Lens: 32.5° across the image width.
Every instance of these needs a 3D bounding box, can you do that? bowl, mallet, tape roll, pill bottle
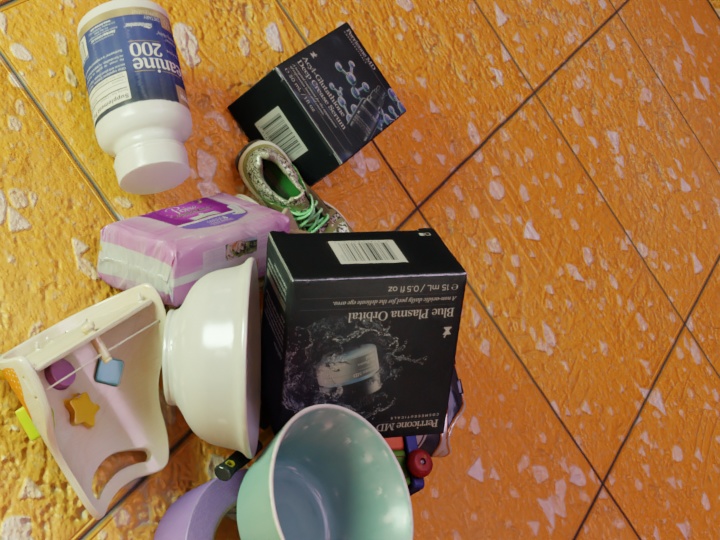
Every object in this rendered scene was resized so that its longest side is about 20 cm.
[{"bbox_3d":[-0.150,0.089,1.253,0.089,0.202,0.204,-1,59,0],"label":"bowl"},{"bbox_3d":[-0.117,0.180,1.332,0.065,0.042,0.199,32,18,17],"label":"mallet"},{"bbox_3d":[-0.119,0.313,1.279,0.199,0.065,0.203,26,49,-35],"label":"tape roll"},{"bbox_3d":[-0.049,0.249,1.258,0.199,0.104,0.204,26,51,-37],"label":"bowl"},{"bbox_3d":[-0.252,-0.195,1.404,0.110,0.110,0.203,5,64,-46],"label":"pill bottle"}]

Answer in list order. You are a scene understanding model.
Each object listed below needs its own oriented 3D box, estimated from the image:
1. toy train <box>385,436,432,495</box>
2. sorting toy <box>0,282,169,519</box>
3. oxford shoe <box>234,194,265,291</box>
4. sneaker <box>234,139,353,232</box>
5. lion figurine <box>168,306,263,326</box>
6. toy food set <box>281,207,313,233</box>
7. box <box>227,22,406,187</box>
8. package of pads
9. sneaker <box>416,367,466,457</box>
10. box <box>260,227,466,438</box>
[{"bbox_3d":[0.009,0.174,1.502,0.114,0.085,0.203,4,63,-31],"label":"toy train"},{"bbox_3d":[-0.260,0.138,1.212,0.200,0.106,0.182,-35,104,-56],"label":"sorting toy"},{"bbox_3d":[-0.106,-0.007,1.473,0.057,0.075,0.201,-31,73,-14],"label":"oxford shoe"},{"bbox_3d":[-0.077,-0.076,1.530,0.200,0.077,0.089,45,-2,-10],"label":"sneaker"},{"bbox_3d":[-0.157,0.083,1.383,0.198,0.072,0.125,-20,107,-37],"label":"lion figurine"},{"bbox_3d":[0.000,0.000,1.473,0.061,0.198,0.145,-48,133,-31],"label":"toy food set"},{"bbox_3d":[-0.054,-0.214,1.640,0.149,0.106,0.200,54,38,-7],"label":"box"},{"bbox_3d":[-0.183,-0.025,1.369,0.199,0.119,0.077,-22,125,-52],"label":"package of pads"},{"bbox_3d":[0.091,0.147,1.604,0.079,0.078,0.203,24,62,-30],"label":"sneaker"},{"bbox_3d":[-0.002,0.070,1.335,0.193,0.203,0.118,-2,27,-17],"label":"box"}]
